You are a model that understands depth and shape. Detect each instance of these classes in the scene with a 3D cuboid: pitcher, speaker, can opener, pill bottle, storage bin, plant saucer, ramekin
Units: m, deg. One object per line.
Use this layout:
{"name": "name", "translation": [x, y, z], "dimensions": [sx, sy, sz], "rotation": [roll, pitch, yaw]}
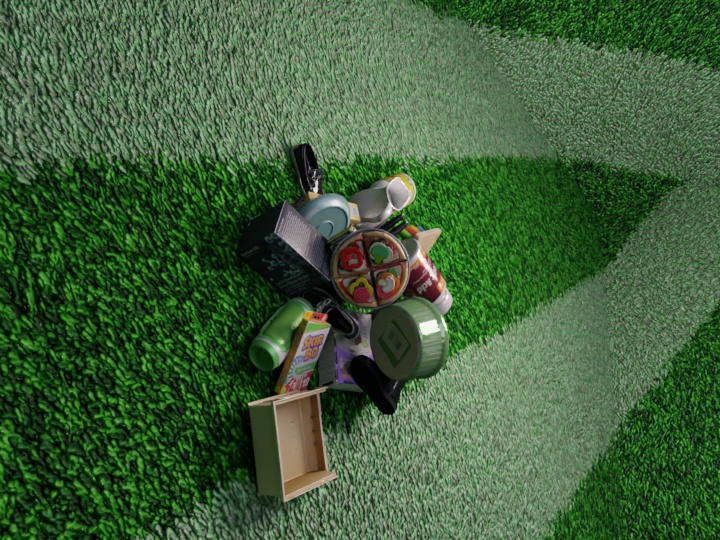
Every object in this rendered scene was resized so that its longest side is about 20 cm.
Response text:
{"name": "pitcher", "translation": [0.031, -0.172, 1.854], "dimensions": [0.123, 0.197, 0.172], "rotation": [54, 39, -17]}
{"name": "speaker", "translation": [-0.185, 0.149, 1.512], "dimensions": [0.090, 0.087, 0.201], "rotation": [57, 38, -15]}
{"name": "can opener", "translation": [0.056, -0.096, 1.865], "dimensions": [0.064, 0.200, 0.078], "rotation": [52, 16, 19]}
{"name": "pill bottle", "translation": [0.088, -0.239, 2.034], "dimensions": [0.199, 0.111, 0.115], "rotation": [-30, 97, -53]}
{"name": "storage bin", "translation": [-0.144, 0.379, 1.419], "dimensions": [0.196, 0.092, 0.206], "rotation": [-3, 84, -52]}
{"name": "plant saucer", "translation": [-0.102, -0.108, 1.667], "dimensions": [0.198, 0.203, 0.027], "rotation": [6, 32, -50]}
{"name": "pill bottle", "translation": [0.152, 0.027, 1.643], "dimensions": [0.201, 0.112, 0.116], "rotation": [51, 39, -30]}
{"name": "ramekin", "translation": [0.112, 0.171, 1.559], "dimensions": [0.096, 0.198, 0.206], "rotation": [-5, 76, -43]}

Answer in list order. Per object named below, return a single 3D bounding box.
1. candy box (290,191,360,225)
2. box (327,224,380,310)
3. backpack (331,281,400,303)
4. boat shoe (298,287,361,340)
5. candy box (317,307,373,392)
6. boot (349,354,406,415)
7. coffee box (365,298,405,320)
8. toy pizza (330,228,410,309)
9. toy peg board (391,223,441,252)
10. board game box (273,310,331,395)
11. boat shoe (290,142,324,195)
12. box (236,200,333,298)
{"name": "candy box", "translation": [-0.106, -0.149, 1.732], "dimensions": [0.197, 0.115, 0.058], "rotation": [6, 62, -51]}
{"name": "box", "translation": [-0.001, -0.007, 1.581], "dimensions": [0.203, 0.074, 0.050], "rotation": [59, 19, -14]}
{"name": "backpack", "translation": [0.000, 0.000, 1.722], "dimensions": [0.144, 0.198, 0.189], "rotation": [-6, 102, -35]}
{"name": "boat shoe", "translation": [-0.086, 0.104, 1.598], "dimensions": [0.199, 0.074, 0.068], "rotation": [42, 1, 22]}
{"name": "candy box", "translation": [-0.037, 0.209, 1.686], "dimensions": [0.166, 0.070, 0.206], "rotation": [18, 60, -47]}
{"name": "boot", "translation": [0.060, 0.250, 1.668], "dimensions": [0.202, 0.075, 0.170], "rotation": [56, 41, -24]}
{"name": "coffee box", "translation": [0.101, 0.155, 1.783], "dimensions": [0.079, 0.197, 0.118], "rotation": [3, 69, -50]}
{"name": "toy pizza", "translation": [0.023, 0.000, 1.535], "dimensions": [0.203, 0.197, 0.032], "rotation": [58, 8, -13]}
{"name": "toy peg board", "translation": [0.131, -0.061, 1.958], "dimensions": [0.097, 0.202, 0.198], "rotation": [39, 23, 16]}
{"name": "board game box", "translation": [-0.133, 0.197, 1.500], "dimensions": [0.095, 0.029, 0.205], "rotation": [16, 95, -57]}
{"name": "boat shoe", "translation": [-0.137, -0.265, 1.798], "dimensions": [0.074, 0.061, 0.205], "rotation": [-19, 90, -55]}
{"name": "box", "translation": [-0.178, -0.048, 1.564], "dimensions": [0.200, 0.146, 0.109], "rotation": [42, 43, -31]}
